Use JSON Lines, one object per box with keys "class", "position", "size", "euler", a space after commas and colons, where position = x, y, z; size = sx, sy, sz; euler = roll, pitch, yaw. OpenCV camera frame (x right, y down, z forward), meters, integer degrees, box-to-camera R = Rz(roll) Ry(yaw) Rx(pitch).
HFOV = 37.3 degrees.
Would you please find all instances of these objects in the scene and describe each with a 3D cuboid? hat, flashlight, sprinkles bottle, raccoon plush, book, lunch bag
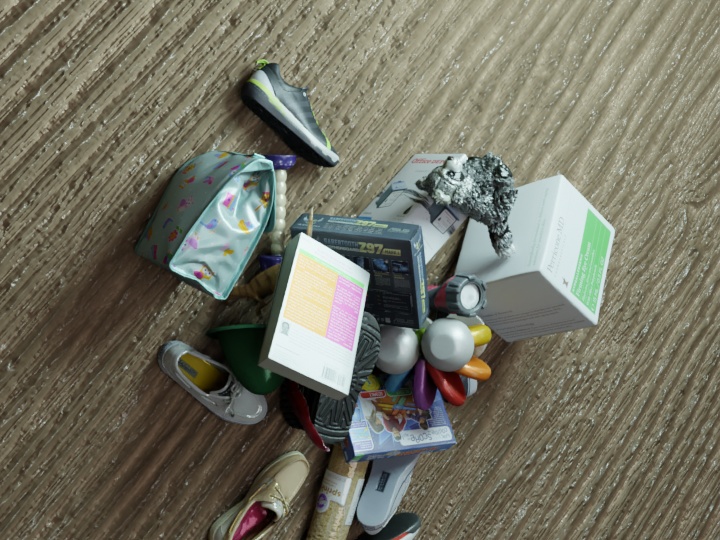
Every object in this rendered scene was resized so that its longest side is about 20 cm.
{"class": "hat", "position": [-0.141, 0.173, 1.539], "size": [0.164, 0.200, 0.178], "euler": [0, 81, -10]}
{"class": "flashlight", "position": [0.118, 0.032, 1.707], "size": [0.067, 0.200, 0.069], "euler": [-9, 100, -31]}
{"class": "sprinkles bottle", "position": [-0.039, 0.378, 1.733], "size": [0.068, 0.068, 0.202], "euler": [19, 85, -33]}
{"class": "raccoon plush", "position": [0.167, -0.085, 1.619], "size": [0.133, 0.097, 0.201], "euler": [-25, 107, -20]}
{"class": "book", "position": [-0.059, 0.065, 1.499], "size": [0.133, 0.048, 0.201], "euler": [27, 54, -23]}
{"class": "lunch bag", "position": [-0.207, -0.077, 1.499], "size": [0.122, 0.170, 0.201], "euler": [34, 81, -30]}

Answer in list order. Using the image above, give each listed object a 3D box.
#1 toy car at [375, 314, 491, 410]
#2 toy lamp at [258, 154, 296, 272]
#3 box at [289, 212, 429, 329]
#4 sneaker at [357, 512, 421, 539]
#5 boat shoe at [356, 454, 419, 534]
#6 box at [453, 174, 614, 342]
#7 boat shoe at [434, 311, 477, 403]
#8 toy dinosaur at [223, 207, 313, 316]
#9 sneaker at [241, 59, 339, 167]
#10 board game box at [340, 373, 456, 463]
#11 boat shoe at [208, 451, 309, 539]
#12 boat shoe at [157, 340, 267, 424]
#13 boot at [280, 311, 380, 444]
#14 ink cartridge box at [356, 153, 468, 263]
{"class": "toy car", "position": [0.115, 0.147, 1.710], "size": [0.175, 0.198, 0.151], "euler": [-12, 96, -70]}
{"class": "toy lamp", "position": [-0.126, -0.074, 1.622], "size": [0.058, 0.058, 0.202], "euler": [-3, 96, -33]}
{"class": "box", "position": [0.000, 0.000, 1.612], "size": [0.051, 0.198, 0.159], "euler": [-56, 145, -50]}
{"class": "sneaker", "position": [0.030, 0.501, 1.797], "size": [0.201, 0.067, 0.109], "euler": [-32, 113, -22]}
{"class": "boat shoe", "position": [0.048, 0.346, 1.790], "size": [0.201, 0.073, 0.066], "euler": [-58, 160, -26]}
{"class": "box", "position": [0.288, -0.017, 1.786], "size": [0.171, 0.199, 0.200], "euler": [38, 55, -30]}
{"class": "boat shoe", "position": [0.149, 0.132, 1.825], "size": [0.067, 0.072, 0.202], "euler": [-22, 115, -30]}
{"class": "toy dinosaur", "position": [-0.119, 0.012, 1.577], "size": [0.199, 0.060, 0.106], "euler": [-35, 107, 12]}
{"class": "sneaker", "position": [-0.091, -0.238, 1.613], "size": [0.200, 0.072, 0.083], "euler": [43, 72, -30]}
{"class": "board game box", "position": [0.050, 0.236, 1.747], "size": [0.199, 0.034, 0.136], "euler": [0, 61, -32]}
{"class": "boat shoe", "position": [-0.145, 0.368, 1.661], "size": [0.200, 0.069, 0.074], "euler": [-46, 118, -20]}
{"class": "boat shoe", "position": [-0.204, 0.173, 1.585], "size": [0.202, 0.086, 0.075], "euler": [43, 74, -29]}
{"class": "boot", "position": [-0.053, 0.154, 1.640], "size": [0.079, 0.158, 0.213], "euler": [22, 87, -22]}
{"class": "ink cartridge box", "position": [0.087, -0.091, 1.704], "size": [0.200, 0.146, 0.086], "euler": [-50, 117, -18]}
